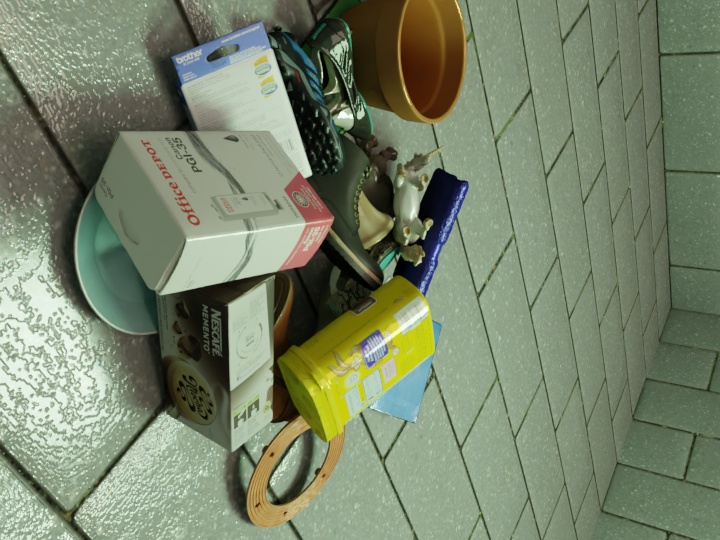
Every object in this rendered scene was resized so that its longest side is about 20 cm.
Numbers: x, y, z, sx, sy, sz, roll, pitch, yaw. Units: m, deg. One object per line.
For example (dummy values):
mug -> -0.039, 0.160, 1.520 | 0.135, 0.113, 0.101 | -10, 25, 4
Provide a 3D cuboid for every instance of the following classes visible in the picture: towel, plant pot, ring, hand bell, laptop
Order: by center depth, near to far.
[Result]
hand bell -> -0.036, -0.135, 1.058 | 0.104, 0.103, 0.201 | -48, 122, -40
ring -> -0.094, 0.281, 1.060 | 0.200, 0.019, 0.202 | -33, 136, -38
plant pot -> 0.051, -0.319, 1.069 | 0.199, 0.139, 0.203 | -16, 110, -53
towel -> 0.115, -0.057, 1.158 | 0.148, 0.049, 0.202 | -116, -134, -74
laptop -> 0.078, 0.151, 1.236 | 0.200, 0.115, 0.189 | 108, -1, -78

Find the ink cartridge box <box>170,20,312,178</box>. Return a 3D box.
ink cartridge box -> -0.141, -0.182, 0.870 | 0.118, 0.042, 0.202 | -27, 126, -16

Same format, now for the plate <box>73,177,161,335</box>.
plate -> -0.238, -0.030, 0.814 | 0.199, 0.025, 0.203 | -18, 112, -54

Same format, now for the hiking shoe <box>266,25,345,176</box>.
hiking shoe -> -0.067, -0.222, 0.943 | 0.201, 0.074, 0.087 | 61, 38, -14

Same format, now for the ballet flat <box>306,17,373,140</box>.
ballet flat -> -0.036, -0.253, 1.020 | 0.068, 0.068, 0.201 | -42, 138, -22

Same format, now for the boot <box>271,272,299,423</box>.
boot -> -0.106, 0.114, 0.993 | 0.155, 0.076, 0.202 | 26, 77, -54

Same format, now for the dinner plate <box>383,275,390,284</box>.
dinner plate -> 0.010, 0.102, 1.121 | 0.200, 0.024, 0.202 | 25, 89, -84

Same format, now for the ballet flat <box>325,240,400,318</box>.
ballet flat -> 0.000, 0.000, 1.081 | 0.068, 0.075, 0.201 | -57, -179, 41

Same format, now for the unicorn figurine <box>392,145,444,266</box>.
unicorn figurine -> 0.077, -0.112, 1.101 | 0.137, 0.073, 0.202 | -169, -85, -86

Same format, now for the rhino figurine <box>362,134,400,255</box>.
rhino figurine -> 0.034, -0.108, 1.171 | 0.088, 0.059, 0.202 | -53, 136, -44

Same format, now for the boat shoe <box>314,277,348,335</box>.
boat shoe -> -0.042, 0.114, 1.093 | 0.063, 0.073, 0.203 | 39, 60, -43

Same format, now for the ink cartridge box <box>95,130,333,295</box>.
ink cartridge box -> -0.149, -0.068, 0.761 | 0.199, 0.147, 0.083 | -13, 149, -48

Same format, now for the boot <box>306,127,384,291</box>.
boot -> -0.007, -0.084, 0.997 | 0.138, 0.077, 0.200 | -45, 101, -14

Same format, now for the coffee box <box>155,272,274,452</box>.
coffee box -> -0.164, 0.089, 0.836 | 0.080, 0.112, 0.202 | -34, 137, -48

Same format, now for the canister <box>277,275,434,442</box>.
canister -> 0.001, 0.115, 0.971 | 0.199, 0.086, 0.149 | -35, 141, -20

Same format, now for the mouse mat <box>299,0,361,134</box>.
mouse mat -> -0.028, -0.303, 1.084 | 0.201, 0.007, 0.162 | -59, 140, -29
